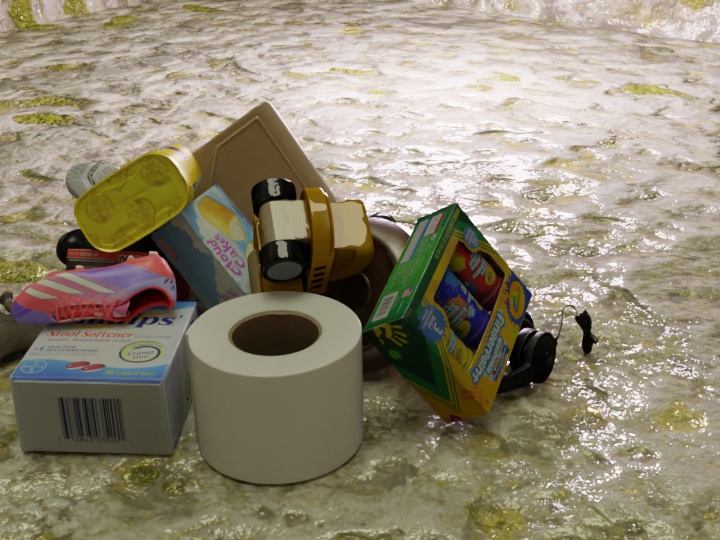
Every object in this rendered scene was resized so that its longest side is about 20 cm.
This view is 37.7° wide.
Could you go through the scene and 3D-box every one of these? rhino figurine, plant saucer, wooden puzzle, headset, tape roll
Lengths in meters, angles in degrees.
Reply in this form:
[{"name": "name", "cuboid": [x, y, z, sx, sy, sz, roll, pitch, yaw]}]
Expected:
[{"name": "rhino figurine", "cuboid": [-0.470, 0.075, 1.438, 0.199, 0.060, 0.087, -24, 53, -41]}, {"name": "plant saucer", "cuboid": [-0.002, 0.030, 1.361, 0.199, 0.203, 0.032, 20, 6, 38]}, {"name": "wooden puzzle", "cuboid": [-0.162, -0.117, 1.545, 0.199, 0.186, 0.037, -37, 8, -8]}, {"name": "headset", "cuboid": [0.213, 0.106, 1.363, 0.198, 0.095, 0.124, -25, 31, -11]}, {"name": "tape roll", "cuboid": [-0.095, 0.130, 1.216, 0.199, 0.141, 0.203, -2, 25, 1]}]

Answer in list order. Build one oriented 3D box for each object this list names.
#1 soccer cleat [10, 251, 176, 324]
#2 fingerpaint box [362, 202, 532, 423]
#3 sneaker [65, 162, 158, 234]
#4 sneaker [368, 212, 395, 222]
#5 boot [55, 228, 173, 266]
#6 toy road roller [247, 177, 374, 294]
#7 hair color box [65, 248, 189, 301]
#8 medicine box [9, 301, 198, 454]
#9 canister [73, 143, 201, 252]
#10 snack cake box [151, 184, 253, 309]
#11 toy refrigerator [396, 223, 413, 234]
[{"name": "soccer cleat", "cuboid": [-0.321, 0.035, 1.280, 0.197, 0.067, 0.077, -15, 55, -15]}, {"name": "fingerpaint box", "cuboid": [0.111, 0.050, 1.269, 0.073, 0.167, 0.201, -21, 29, 42]}, {"name": "sneaker", "cuboid": [-0.349, -0.092, 1.584, 0.198, 0.076, 0.115, 21, -20, -14]}, {"name": "sneaker", "cuboid": [0.000, 0.000, 1.476, 0.201, 0.073, 0.082, -56, 16, -21]}, {"name": "boot", "cuboid": [-0.327, -0.028, 1.523, 0.163, 0.067, 0.199, 9, -6, -37]}, {"name": "toy road roller", "cuboid": [-0.064, -0.021, 1.334, 0.144, 0.201, 0.124, -3, 60, -12]}, {"name": "hair color box", "cuboid": [-0.313, 0.018, 1.437, 0.109, 0.065, 0.200, 3, -7, 7]}, {"name": "medicine box", "cuboid": [-0.299, 0.124, 1.279, 0.179, 0.104, 0.201, 1, 26, 3]}, {"name": "canister", "cuboid": [-0.288, -0.103, 1.403, 0.147, 0.087, 0.200, -32, 11, 4]}, {"name": "snack cake box", "cuboid": [-0.179, -0.006, 1.446, 0.067, 0.201, 0.115, -35, 7, 30]}, {"name": "toy refrigerator", "cuboid": [-0.007, -0.005, 1.573, 0.198, 0.077, 0.070, -17, 29, -29]}]
